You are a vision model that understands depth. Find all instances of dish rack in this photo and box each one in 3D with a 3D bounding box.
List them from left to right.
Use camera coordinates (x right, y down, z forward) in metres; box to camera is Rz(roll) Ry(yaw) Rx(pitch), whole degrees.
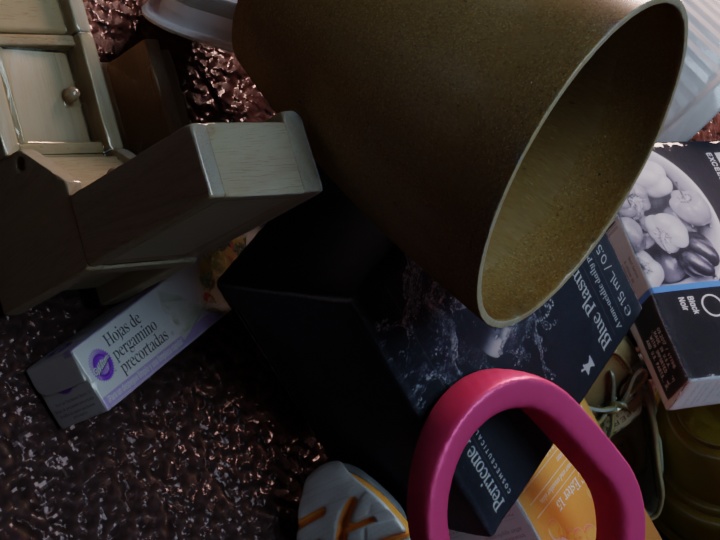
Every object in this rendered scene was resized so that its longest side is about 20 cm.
[{"bbox_3d":[-0.035,-0.168,1.096,0.171,0.044,0.200,16,20,-1],"label":"dish rack"}]

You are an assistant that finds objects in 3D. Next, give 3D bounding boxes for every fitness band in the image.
[{"bbox_3d":[0.095,0.145,1.030,0.200,0.037,0.144,48,68,-36],"label":"fitness band"}]

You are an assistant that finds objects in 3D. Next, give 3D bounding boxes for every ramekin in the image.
[{"bbox_3d":[0.217,-0.150,1.404,0.094,0.202,0.202,47,39,-6],"label":"ramekin"}]

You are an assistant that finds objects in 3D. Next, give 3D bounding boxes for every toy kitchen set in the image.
[{"bbox_3d":[-0.106,-0.103,0.966,0.163,0.180,0.201,-6,76,-48],"label":"toy kitchen set"}]

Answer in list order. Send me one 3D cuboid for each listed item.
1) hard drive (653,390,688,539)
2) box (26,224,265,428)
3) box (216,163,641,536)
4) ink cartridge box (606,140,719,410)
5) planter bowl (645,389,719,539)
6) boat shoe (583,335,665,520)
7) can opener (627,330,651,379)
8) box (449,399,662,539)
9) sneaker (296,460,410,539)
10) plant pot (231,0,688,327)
[{"bbox_3d":[0.268,0.201,1.392,0.135,0.042,0.201,35,46,-35],"label":"hard drive"},{"bbox_3d":[-0.110,0.023,1.020,0.039,0.041,0.200,60,38,-9],"label":"box"},{"bbox_3d":[0.049,0.017,1.080,0.200,0.117,0.197,-51,127,-29],"label":"box"},{"bbox_3d":[0.265,-0.004,1.273,0.199,0.043,0.199,-4,58,-30],"label":"ink cartridge box"},{"bbox_3d":[0.284,0.108,1.311,0.084,0.199,0.201,53,34,-46],"label":"planter bowl"},{"bbox_3d":[0.179,0.105,1.251,0.063,0.073,0.200,59,1,40],"label":"boat shoe"},{"bbox_3d":[0.150,0.065,1.274,0.199,0.066,0.053,-6,79,-38],"label":"can opener"},{"bbox_3d":[0.130,0.201,1.172,0.201,0.097,0.124,60,37,-9],"label":"box"},{"bbox_3d":[0.028,0.193,1.080,0.201,0.078,0.077,58,25,-17],"label":"sneaker"},{"bbox_3d":[0.036,-0.099,0.931,0.199,0.187,0.186,31,29,22],"label":"plant pot"}]
